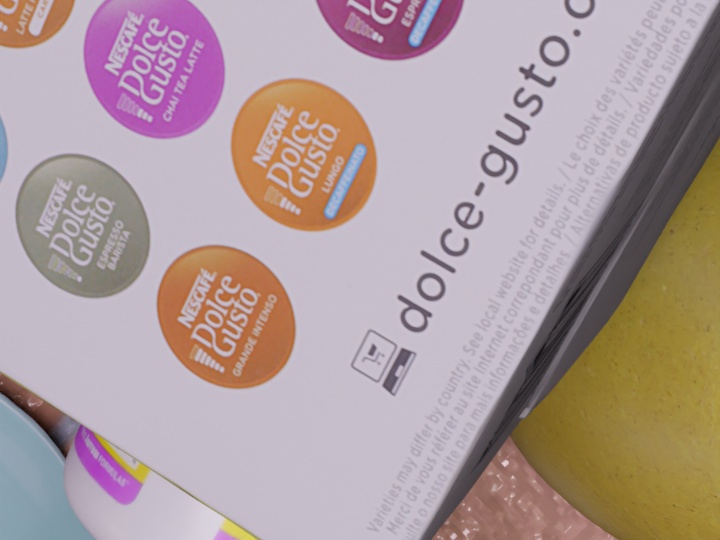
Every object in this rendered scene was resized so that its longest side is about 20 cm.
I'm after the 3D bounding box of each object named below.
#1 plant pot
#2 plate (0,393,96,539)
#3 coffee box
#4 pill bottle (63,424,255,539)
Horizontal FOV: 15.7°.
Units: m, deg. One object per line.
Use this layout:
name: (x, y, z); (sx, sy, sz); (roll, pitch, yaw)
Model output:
plant pot: (0.141, 0.017, 0.784); (0.198, 0.142, 0.202); (-2, 104, -7)
plate: (-0.173, 0.118, 0.806); (0.199, 0.026, 0.202); (-7, 114, -17)
coffee box: (-0.005, -0.090, 0.572); (0.197, 0.200, 0.200); (32, 117, 8)
pill bottle: (0.000, 0.000, 0.757); (0.104, 0.104, 0.201); (26, 100, -13)
